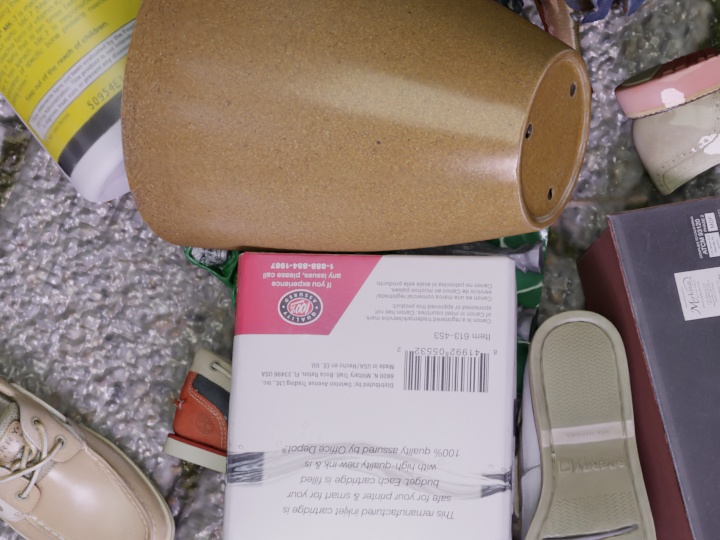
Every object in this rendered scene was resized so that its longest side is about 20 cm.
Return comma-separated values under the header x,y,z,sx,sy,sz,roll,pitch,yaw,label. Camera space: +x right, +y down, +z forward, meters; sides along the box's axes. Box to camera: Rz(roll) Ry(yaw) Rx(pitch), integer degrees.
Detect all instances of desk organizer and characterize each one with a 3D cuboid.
x,y,z,sx,sy,sz,roll,pitch,yaw,label
0.179,0.070,1.441,0.072,0.077,0.201,-10,75,-14,desk organizer

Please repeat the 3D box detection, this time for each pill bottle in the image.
x,y,z,sx,sy,sz,roll,pitch,yaw,label
-0.166,-0.146,1.475,0.114,0.114,0.200,-40,84,2,pill bottle

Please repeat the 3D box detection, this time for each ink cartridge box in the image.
x,y,z,sx,sy,sz,roll,pitch,yaw,label
0.007,0.098,1.385,0.144,0.084,0.201,1,73,5,ink cartridge box

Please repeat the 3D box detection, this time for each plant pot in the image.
x,y,z,sx,sy,sz,roll,pitch,yaw,label
0.009,-0.086,1.379,0.200,0.186,0.187,12,87,25,plant pot

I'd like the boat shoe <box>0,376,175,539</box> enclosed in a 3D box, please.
x,y,z,sx,sy,sz,roll,pitch,yaw,label
-0.191,0.100,1.484,0.200,0.065,0.072,39,90,7,boat shoe

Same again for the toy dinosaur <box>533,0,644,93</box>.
x,y,z,sx,sy,sz,roll,pitch,yaw,label
0.069,-0.198,1.426,0.181,0.105,0.200,42,135,18,toy dinosaur

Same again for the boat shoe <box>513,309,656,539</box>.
x,y,z,sx,sy,sz,roll,pitch,yaw,label
0.118,0.125,1.434,0.075,0.068,0.201,3,81,0,boat shoe

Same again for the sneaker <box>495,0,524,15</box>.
x,y,z,sx,sy,sz,roll,pitch,yaw,label
0.040,-0.145,1.487,0.086,0.078,0.201,-20,81,22,sneaker

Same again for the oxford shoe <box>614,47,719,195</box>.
x,y,z,sx,sy,sz,roll,pitch,yaw,label
0.243,-0.097,1.462,0.199,0.071,0.074,-16,99,11,oxford shoe

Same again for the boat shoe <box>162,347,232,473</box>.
x,y,z,sx,sy,sz,roll,pitch,yaw,label
-0.008,0.099,1.467,0.199,0.071,0.063,17,85,11,boat shoe

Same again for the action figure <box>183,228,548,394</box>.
x,y,z,sx,sy,sz,roll,pitch,yaw,label
0.000,0.000,1.481,0.199,0.055,0.118,6,89,10,action figure
